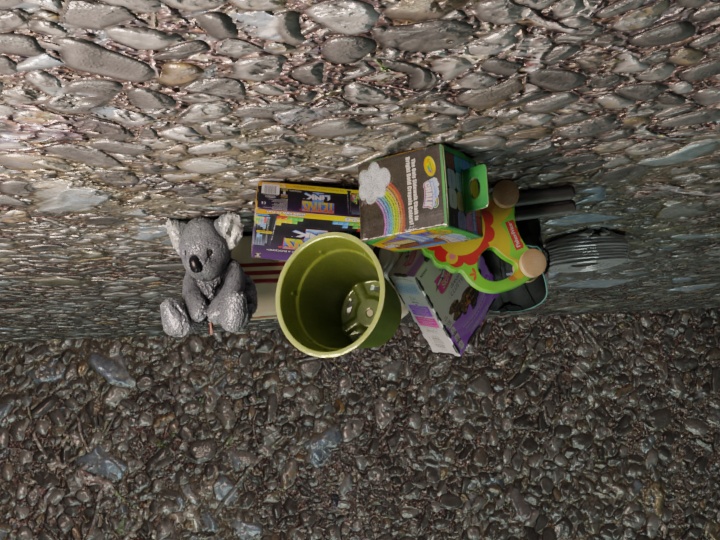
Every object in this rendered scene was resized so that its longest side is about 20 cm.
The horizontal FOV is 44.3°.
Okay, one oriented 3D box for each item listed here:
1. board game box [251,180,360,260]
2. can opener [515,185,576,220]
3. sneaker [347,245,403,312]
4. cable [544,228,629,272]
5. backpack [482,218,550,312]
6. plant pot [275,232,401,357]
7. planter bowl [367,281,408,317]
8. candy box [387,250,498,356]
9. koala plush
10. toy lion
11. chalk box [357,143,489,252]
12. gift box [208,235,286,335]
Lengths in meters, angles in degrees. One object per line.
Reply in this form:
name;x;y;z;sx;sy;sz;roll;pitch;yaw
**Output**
board game box;-0.081;-0.075;1.483;0.195;0.058;0.166;4;151;-8
can opener;0.290;-0.124;1.606;0.195;0.055;0.067;-6;-157;13
sneaker;0.000;0.000;1.643;0.086;0.077;0.200;23;135;-19
cable;0.532;-0.040;2.080;0.197;0.071;0.198;4;168;-40
backpack;0.289;-0.017;1.754;0.172;0.155;0.202;-8;130;18
plant pot;-0.014;0.058;1.504;0.196;0.205;0.189;-7;164;23
planter bowl;0.035;-0.009;1.787;0.134;0.204;0.198;33;153;-27
candy box;0.156;0.023;1.612;0.071;0.169;0.202;4;137;45
koala plush;-0.280;-0.007;1.634;0.173;0.205;0.184;-7;-161;17
toy lion;0.197;-0.053;1.515;0.188;0.204;0.069;-21;171;-6
chalk box;0.109;-0.109;1.339;0.196;0.128;0.123;-8;170;32
gift box;-0.249;0.030;1.850;0.182;0.189;0.200;-3;167;-18
